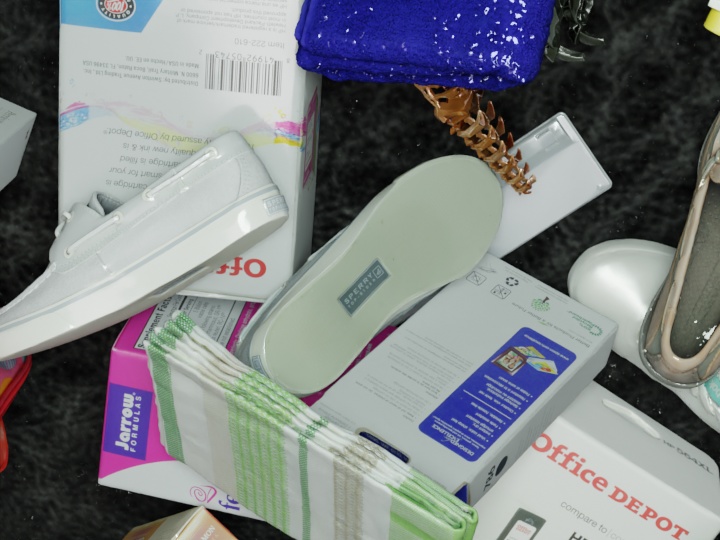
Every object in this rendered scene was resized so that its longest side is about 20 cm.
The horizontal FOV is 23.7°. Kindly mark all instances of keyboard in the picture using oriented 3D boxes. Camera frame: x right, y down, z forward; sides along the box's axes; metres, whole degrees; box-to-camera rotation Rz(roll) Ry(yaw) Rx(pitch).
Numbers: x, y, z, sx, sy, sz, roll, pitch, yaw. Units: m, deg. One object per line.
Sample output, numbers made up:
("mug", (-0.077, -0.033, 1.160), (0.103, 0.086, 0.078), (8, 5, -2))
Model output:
("keyboard", (0.058, -0.021, 1.063), (0.199, 0.011, 0.056), (-33, 107, 17))

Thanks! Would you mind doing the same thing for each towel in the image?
("towel", (0.040, -0.199, 0.907), (0.147, 0.049, 0.201), (6, 83, 29))
("towel", (-0.027, 0.110, 0.931), (0.199, 0.031, 0.149), (31, 153, 15))

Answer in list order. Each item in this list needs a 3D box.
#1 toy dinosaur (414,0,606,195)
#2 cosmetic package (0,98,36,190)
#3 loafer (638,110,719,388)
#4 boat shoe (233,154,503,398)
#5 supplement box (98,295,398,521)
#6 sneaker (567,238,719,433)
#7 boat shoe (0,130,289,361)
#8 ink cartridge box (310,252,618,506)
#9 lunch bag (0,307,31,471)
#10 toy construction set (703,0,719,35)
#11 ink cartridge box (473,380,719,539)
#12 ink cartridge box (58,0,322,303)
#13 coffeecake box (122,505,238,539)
("toy dinosaur", (0.063, -0.147, 0.990), (0.135, 0.102, 0.200), (-15, 125, 28))
("cosmetic package", (-0.290, -0.075, 0.986), (0.150, 0.200, 0.052), (22, 111, 0))
("loafer", (0.216, -0.028, 0.973), (0.072, 0.063, 0.201), (22, 86, 8))
("boat shoe", (0.000, 0.001, 1.004), (0.201, 0.071, 0.070), (-41, 105, -27))
("supplement box", (-0.051, 0.087, 1.061), (0.199, 0.103, 0.102), (12, 117, 5))
("sneaker", (0.211, 0.057, 1.027), (0.200, 0.089, 0.075), (36, 111, -5))
("boat shoe", (-0.137, -0.013, 0.974), (0.199, 0.072, 0.069), (-29, 84, 24))
("ink cartridge box", (0.057, 0.068, 0.981), (0.099, 0.200, 0.039), (31, 133, 22))
("lunch bag", (-0.281, 0.064, 1.034), (0.082, 0.200, 0.176), (-37, 104, 19))
("toy construction set", (0.281, -0.119, 0.932), (0.200, 0.131, 0.092), (38, 108, -6))
("ink cartridge box", (0.113, 0.175, 1.082), (0.145, 0.084, 0.201), (31, 111, -4))
("ink cartridge box", (-0.099, -0.092, 1.017), (0.143, 0.085, 0.201), (7, 110, 6))
("coffeecake box", (-0.074, 0.249, 1.095), (0.200, 0.153, 0.073), (44, 65, -9))
